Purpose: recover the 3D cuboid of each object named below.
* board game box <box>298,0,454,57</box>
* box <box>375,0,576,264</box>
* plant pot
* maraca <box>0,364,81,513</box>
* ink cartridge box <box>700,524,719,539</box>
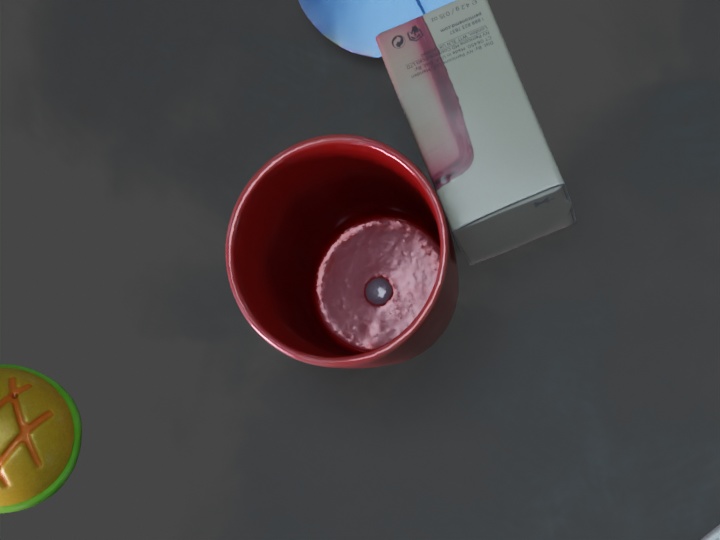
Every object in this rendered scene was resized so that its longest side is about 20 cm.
[{"bbox_3d":[0.035,-0.294,1.901,0.199,0.039,0.159,-31,77,7],"label":"board game box"},{"bbox_3d":[0.104,-0.126,1.795,0.108,0.128,0.201,-22,72,5],"label":"box"},{"bbox_3d":[0.000,0.000,1.752,0.199,0.177,0.202,-3,77,14],"label":"plant pot"},{"bbox_3d":[-0.349,0.150,1.824,0.199,0.107,0.138,7,70,13],"label":"maraca"},{"bbox_3d":[0.259,0.298,1.646,0.200,0.147,0.083,-39,74,0],"label":"ink cartridge box"}]
